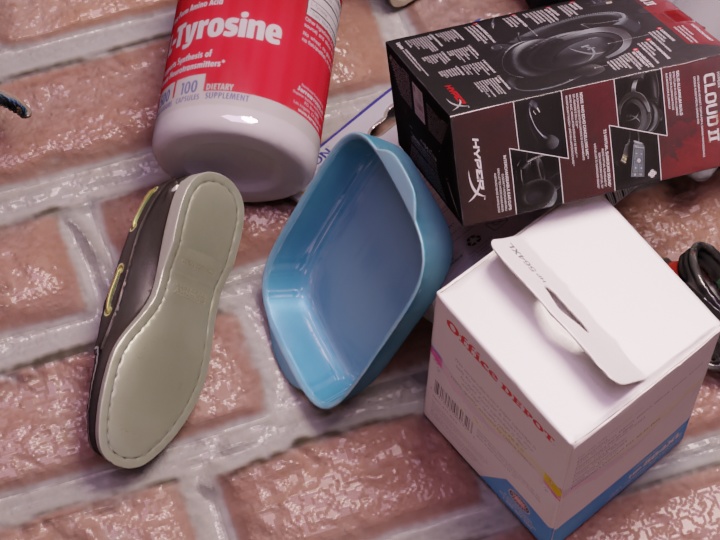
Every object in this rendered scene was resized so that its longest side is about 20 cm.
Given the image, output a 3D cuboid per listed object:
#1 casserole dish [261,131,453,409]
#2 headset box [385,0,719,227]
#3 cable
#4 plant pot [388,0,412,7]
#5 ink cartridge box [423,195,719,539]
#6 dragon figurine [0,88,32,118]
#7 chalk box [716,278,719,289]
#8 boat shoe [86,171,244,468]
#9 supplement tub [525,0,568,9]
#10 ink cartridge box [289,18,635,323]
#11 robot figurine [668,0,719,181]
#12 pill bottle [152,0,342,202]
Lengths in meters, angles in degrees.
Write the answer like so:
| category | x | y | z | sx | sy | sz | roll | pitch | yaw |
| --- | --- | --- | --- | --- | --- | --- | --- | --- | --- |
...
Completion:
| category | x | y | z | sx | sy | sz | roll | pitch | yaw |
| --- | --- | --- | --- | --- | --- | --- | --- | --- | --- |
| casserole dish | 0.000 | 0.000 | 1.484 | 0.039 | 0.200 | 0.122 | -8 | 57 | -34 |
| headset box | 0.131 | -0.107 | 1.439 | 0.199 | 0.078 | 0.149 | -13 | 26 | -11 |
| cable | 0.245 | 0.059 | 1.542 | 0.200 | 0.050 | 0.097 | 47 | 49 | 5 |
| plant pot | 0.047 | -0.346 | 1.643 | 0.199 | 0.201 | 0.177 | -31 | 57 | -15 |
| ink cartridge box | 0.128 | 0.056 | 1.440 | 0.125 | 0.200 | 0.129 | -36 | 70 | -18 |
| dragon figurine | -0.311 | -0.139 | 1.600 | 0.099 | 0.059 | 0.200 | -38 | 71 | -17 |
| chalk box | 0.320 | 0.016 | 1.487 | 0.124 | 0.124 | 0.201 | -13 | 69 | -24 |
| boat shoe | -0.134 | 0.033 | 1.526 | 0.072 | 0.060 | 0.202 | 31 | 70 | -36 |
| supplement tub | 0.211 | -0.239 | 1.633 | 0.199 | 0.107 | 0.107 | -30 | 69 | -14 |
| ink cartridge box | 0.073 | -0.066 | 1.559 | 0.196 | 0.043 | 0.200 | -39 | 40 | -12 |
| robot figurine | 0.255 | -0.160 | 1.565 | 0.169 | 0.113 | 0.201 | 31 | 100 | -19 |
| pill bottle | -0.072 | -0.157 | 1.585 | 0.111 | 0.112 | 0.201 | 7 | 65 | 2 |
